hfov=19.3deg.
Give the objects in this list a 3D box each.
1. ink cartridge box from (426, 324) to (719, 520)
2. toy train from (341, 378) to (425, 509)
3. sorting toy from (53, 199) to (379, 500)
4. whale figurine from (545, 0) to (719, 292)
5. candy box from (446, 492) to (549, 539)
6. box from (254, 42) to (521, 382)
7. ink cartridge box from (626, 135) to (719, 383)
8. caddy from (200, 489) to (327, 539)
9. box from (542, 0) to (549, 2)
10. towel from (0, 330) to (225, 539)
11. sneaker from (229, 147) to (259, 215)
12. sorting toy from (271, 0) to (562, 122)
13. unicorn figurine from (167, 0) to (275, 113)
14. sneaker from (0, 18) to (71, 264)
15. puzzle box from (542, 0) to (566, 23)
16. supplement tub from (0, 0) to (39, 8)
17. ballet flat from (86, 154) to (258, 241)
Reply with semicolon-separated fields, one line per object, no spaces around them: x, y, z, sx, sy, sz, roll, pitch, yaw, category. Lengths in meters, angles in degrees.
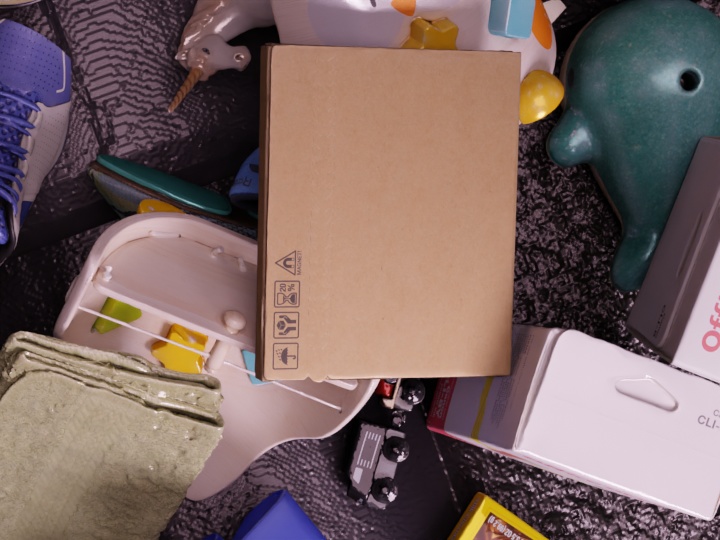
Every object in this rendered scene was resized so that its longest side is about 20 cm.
0.142;0.093;1.376;0.144;0.200;0.084;20;85;-13;ink cartridge box
0.026;0.061;1.435;0.045;0.034;0.202;16;87;-1;toy train
-0.117;0.066;1.349;0.199;0.107;0.181;22;120;-19;sorting toy
0.207;-0.087;1.442;0.158;0.104;0.202;-1;89;-14;whale figurine
0.134;0.251;1.464;0.199;0.026;0.103;36;85;-11;candy box
0.018;-0.034;1.280;0.162;0.021;0.202;0;95;-18;box
0.295;0.016;1.357;0.199;0.145;0.146;21;95;-8;ink cartridge box
-0.079;0.229;1.329;0.141;0.200;0.105;-34;94;29;caddy
0.181;-0.283;1.376;0.124;0.200;0.149;-30;98;-28;box
-0.178;0.120;1.324;0.147;0.037;0.201;19;129;-14;towel
0.000;0.000;1.333;0.200;0.066;0.078;45;62;-4;sneaker
0.027;-0.157;1.326;0.199;0.107;0.181;-33;132;-5;sorting toy
-0.055;-0.201;1.376;0.136;0.074;0.202;-3;86;6;unicorn figurine
-0.232;-0.057;1.327;0.080;0.115;0.201;22;85;-14;sneaker
0.028;-0.204;1.438;0.133;0.025;0.200;-46;100;-9;puzzle box
-0.215;-0.242;1.287;0.143;0.200;0.146;0;89;-14;supplement tub
-0.090;-0.018;1.390;0.198;0.074;0.075;16;86;-10;ballet flat
